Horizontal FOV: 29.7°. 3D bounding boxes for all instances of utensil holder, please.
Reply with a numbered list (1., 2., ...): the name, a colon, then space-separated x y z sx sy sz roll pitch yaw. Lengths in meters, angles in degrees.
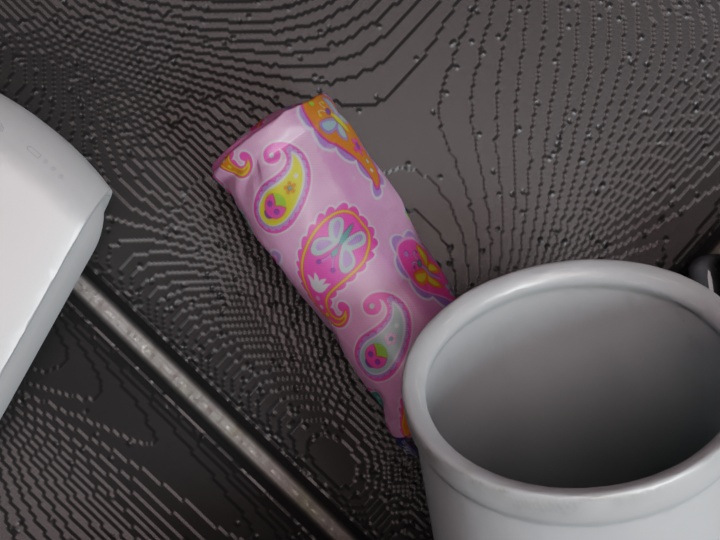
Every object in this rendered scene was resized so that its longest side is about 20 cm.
1. utensil holder: 0.115 0.124 0.691 0.168 0.171 0.202 -14 126 -5

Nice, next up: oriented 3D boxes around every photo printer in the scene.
1. photo printer: -0.243 -0.007 0.748 0.165 0.069 0.202 30 86 -3

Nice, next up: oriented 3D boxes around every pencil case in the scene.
1. pencil case: 0.000 0.000 0.765 0.087 0.087 0.201 -35 92 -5

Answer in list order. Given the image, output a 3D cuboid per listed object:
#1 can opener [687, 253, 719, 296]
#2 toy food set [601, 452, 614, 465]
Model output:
1. can opener: 0.228 0.087 0.757 0.066 0.052 0.203 -8 83 -35
2. toy food set: 0.258 0.117 0.793 0.199 0.060 0.144 40 86 -3
